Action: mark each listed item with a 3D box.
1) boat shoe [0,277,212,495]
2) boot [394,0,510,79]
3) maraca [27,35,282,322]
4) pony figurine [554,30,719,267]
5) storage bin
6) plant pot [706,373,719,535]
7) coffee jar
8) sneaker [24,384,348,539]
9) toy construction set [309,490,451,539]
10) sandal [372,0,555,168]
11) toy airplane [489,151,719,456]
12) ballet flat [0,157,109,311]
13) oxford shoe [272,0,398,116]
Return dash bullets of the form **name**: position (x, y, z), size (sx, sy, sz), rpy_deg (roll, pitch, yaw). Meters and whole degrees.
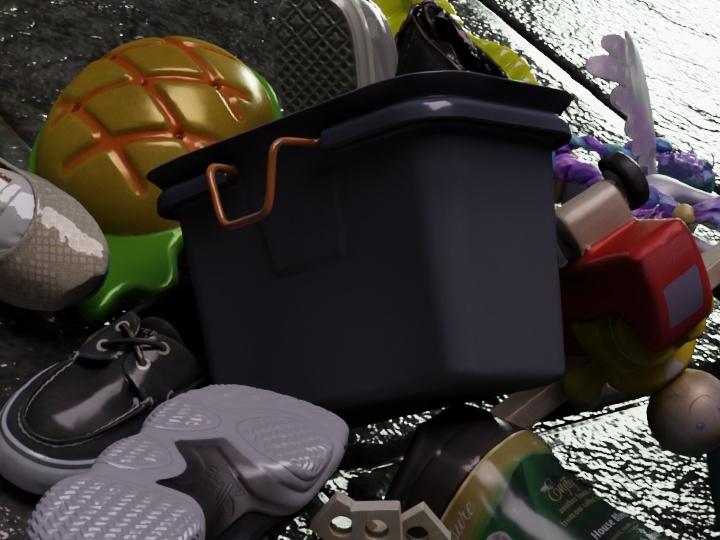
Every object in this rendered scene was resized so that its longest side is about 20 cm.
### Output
- **boat shoe**: position (-0.107, 0.046, 0.951), size (0.069, 0.057, 0.200), rpy_deg (32, 32, 18)
- **boot**: position (0.013, -0.076, 1.103), size (0.069, 0.174, 0.200), rpy_deg (-13, 44, -43)
- **maraca**: position (-0.122, -0.052, 1.059), size (0.137, 0.107, 0.200), rpy_deg (13, 51, 21)
- **pony figurine**: position (0.180, -0.037, 1.197), size (0.200, 0.167, 0.193), rpy_deg (26, -2, 15)
- **storage bin**: position (0.000, 0.000, 0.906), size (0.145, 0.200, 0.135), rpy_deg (4, 74, -48)
- **plant pot**: position (0.268, 0.109, 1.004), size (0.141, 0.141, 0.200), rpy_deg (19, 35, -3)
- **coffee jar**: position (0.095, 0.148, 0.864), size (0.200, 0.104, 0.085), rpy_deg (33, 25, 19)
- **sneaker**: position (-0.075, 0.123, 0.796), size (0.075, 0.114, 0.200), rpy_deg (22, 23, 21)
- **toy construction set**: position (0.013, 0.187, 0.778), size (0.131, 0.092, 0.200), rpy_deg (18, 41, -4)
- **sandal**: position (0.064, -0.100, 1.175), size (0.079, 0.087, 0.200), rpy_deg (-30, 45, 1)
- **toy airplane**: position (0.134, 0.042, 1.004), size (0.141, 0.200, 0.199), rpy_deg (50, 27, 14)
- **ballet flat**: position (-0.212, -0.040, 1.004), size (0.200, 0.068, 0.062), rpy_deg (30, -3, 34)
- **oxford shoe**: position (-0.011, -0.063, 1.046), size (0.075, 0.200, 0.058), rpy_deg (9, 26, 21)
